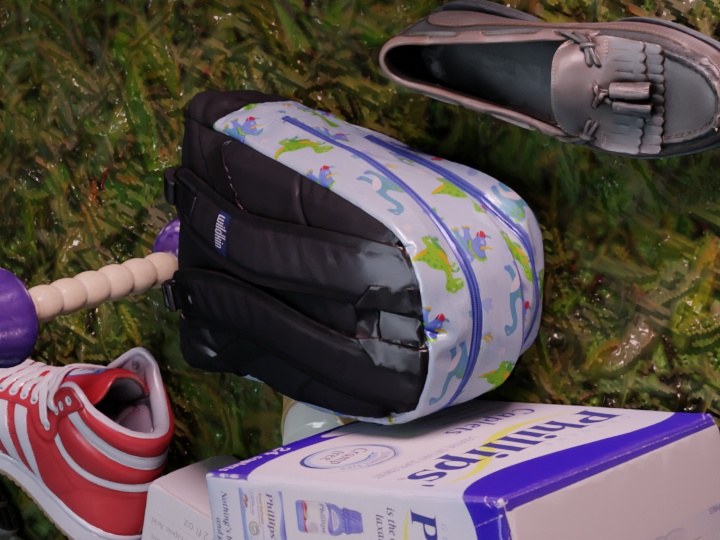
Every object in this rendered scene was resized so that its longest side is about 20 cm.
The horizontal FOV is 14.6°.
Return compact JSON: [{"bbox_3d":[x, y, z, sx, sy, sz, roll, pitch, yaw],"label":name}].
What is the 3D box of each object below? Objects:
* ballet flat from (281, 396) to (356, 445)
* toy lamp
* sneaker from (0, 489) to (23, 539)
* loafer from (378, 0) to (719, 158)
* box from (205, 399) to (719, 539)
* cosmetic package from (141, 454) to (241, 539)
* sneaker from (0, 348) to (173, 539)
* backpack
[{"bbox_3d":[-0.005,0.129,1.552,0.069,0.063,0.201,-27,84,44],"label":"ballet flat"},{"bbox_3d":[-0.160,0.013,1.562,0.058,0.200,0.058,15,114,38],"label":"toy lamp"},{"bbox_3d":[-0.241,0.223,1.798,0.085,0.077,0.201,-35,68,48],"label":"sneaker"},{"bbox_3d":[0.097,-0.091,1.391,0.200,0.063,0.072,14,112,39],"label":"loafer"},{"bbox_3d":[0.057,0.135,1.415,0.200,0.184,0.105,2,102,41],"label":"box"},{"bbox_3d":[-0.079,0.219,1.641,0.102,0.074,0.201,26,118,35],"label":"cosmetic package"},{"bbox_3d":[-0.191,0.074,1.688,0.200,0.071,0.113,35,128,20],"label":"sneaker"},{"bbox_3d":[0.000,0.000,1.468,0.200,0.153,0.164,28,121,58],"label":"backpack"}]
